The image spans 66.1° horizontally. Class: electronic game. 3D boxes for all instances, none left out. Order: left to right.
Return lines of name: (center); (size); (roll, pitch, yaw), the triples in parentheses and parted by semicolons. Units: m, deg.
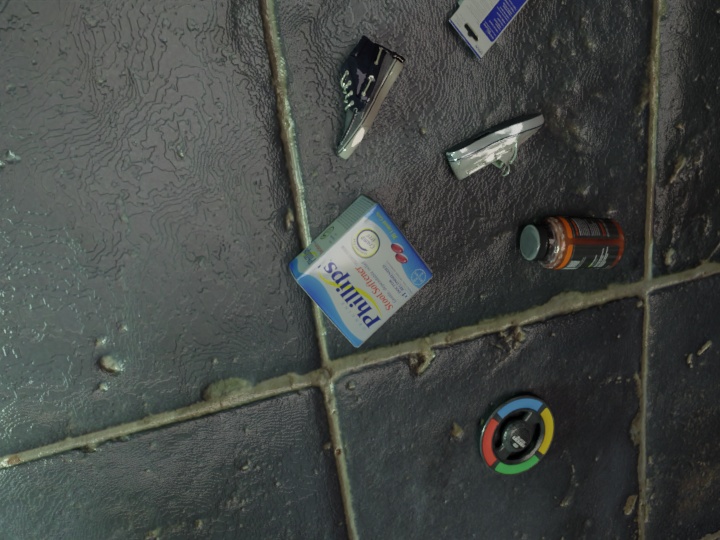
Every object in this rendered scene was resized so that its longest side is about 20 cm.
electronic game: (0.359, 0.378, 1.269); (0.194, 0.042, 0.206); (-5, 107, -15)

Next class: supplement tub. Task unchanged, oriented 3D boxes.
supplement tub: (0.430, -0.057, 1.133); (0.194, 0.107, 0.110); (0, 105, -16)

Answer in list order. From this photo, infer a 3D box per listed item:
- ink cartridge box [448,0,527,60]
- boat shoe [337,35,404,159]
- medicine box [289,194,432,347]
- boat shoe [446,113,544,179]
ink cartridge box: (0.245, -0.492, 0.996); (0.094, 0.037, 0.201); (39, 89, -23)
boat shoe: (-0.009, -0.303, 0.961); (0.091, 0.075, 0.203); (29, 88, -15)
medicine box: (0.000, 0.000, 1.025); (0.199, 0.103, 0.183); (-42, 112, -2)
boat shoe: (0.265, -0.226, 1.055); (0.198, 0.075, 0.088); (-26, 110, -5)
